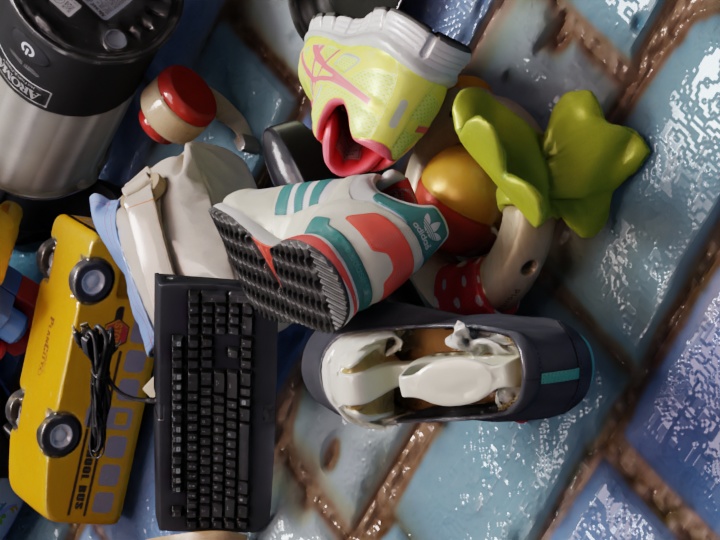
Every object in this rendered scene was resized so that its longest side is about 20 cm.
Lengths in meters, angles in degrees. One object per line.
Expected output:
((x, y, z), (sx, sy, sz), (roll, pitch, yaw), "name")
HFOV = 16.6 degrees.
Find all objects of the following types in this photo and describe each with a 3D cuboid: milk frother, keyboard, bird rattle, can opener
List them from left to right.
((-0.179, -0.181, 1.657), (0.181, 0.199, 0.188), (59, 149, 13), "milk frother")
((-0.116, 0.085, 1.529), (0.021, 0.126, 0.201), (-83, -3, -54), "keyboard")
((0.000, 0.000, 1.495), (0.063, 0.078, 0.201), (-40, 72, 51), "can opener")
((0.077, -0.022, 1.414), (0.163, 0.112, 0.201), (54, 138, 48), "bird rattle")

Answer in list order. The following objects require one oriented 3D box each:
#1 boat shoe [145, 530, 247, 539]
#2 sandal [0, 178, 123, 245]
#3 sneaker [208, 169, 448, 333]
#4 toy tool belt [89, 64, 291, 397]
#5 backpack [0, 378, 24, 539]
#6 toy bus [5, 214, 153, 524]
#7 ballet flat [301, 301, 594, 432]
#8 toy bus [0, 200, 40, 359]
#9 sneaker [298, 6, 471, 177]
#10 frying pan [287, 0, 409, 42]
((-0.152, 0.215, 1.630), (0.200, 0.070, 0.071), (-13, 74, 45), "boat shoe")
((-0.232, -0.050, 1.754), (0.200, 0.043, 0.076), (11, 95, 47), "sandal")
((-0.015, -0.019, 1.404), (0.071, 0.093, 0.200), (67, 163, -15), "sneaker")
((-0.124, -0.020, 1.583), (0.123, 0.125, 0.201), (-39, 60, 28), "toy tool belt")
((-0.343, 0.153, 1.786), (0.183, 0.147, 0.201), (48, 124, 40), "backpack")
((-0.186, 0.067, 1.668), (0.065, 0.078, 0.201), (27, 107, 55), "toy bus")
((0.030, 0.053, 1.327), (0.199, 0.073, 0.073), (-2, 86, 39), "ballet flat")
((-0.318, 0.015, 1.696), (0.200, 0.192, 0.136), (-41, 25, 28), "toy bus")
((-0.003, -0.098, 1.438), (0.091, 0.078, 0.200), (-66, 11, -6), "sneaker")
((-0.009, -0.223, 1.539), (0.115, 0.031, 0.191), (-26, 65, 42), "frying pan")
